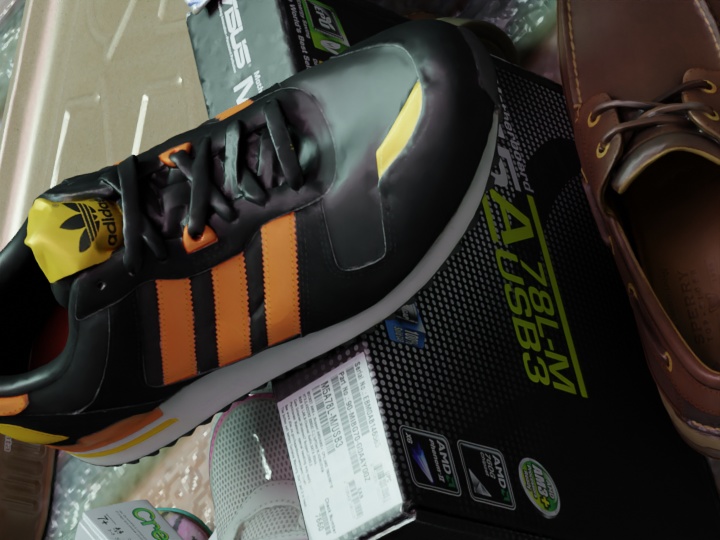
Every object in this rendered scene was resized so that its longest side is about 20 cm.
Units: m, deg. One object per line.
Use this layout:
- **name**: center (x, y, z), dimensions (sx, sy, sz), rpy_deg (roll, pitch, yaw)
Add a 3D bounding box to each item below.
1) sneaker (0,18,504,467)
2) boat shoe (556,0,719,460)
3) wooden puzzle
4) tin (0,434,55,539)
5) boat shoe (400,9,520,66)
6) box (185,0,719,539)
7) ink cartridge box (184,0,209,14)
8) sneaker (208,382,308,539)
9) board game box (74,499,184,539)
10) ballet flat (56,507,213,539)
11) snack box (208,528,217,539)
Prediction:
- **sneaker**: center (-0.049, -0.008, 0.829), dimensions (0.200, 0.090, 0.070), rpy_deg (-36, 58, 29)
- **boat shoe**: center (0.110, -0.037, 0.963), dimensions (0.072, 0.068, 0.201), rpy_deg (-17, 67, 10)
- **wooden puzzle**: center (-0.071, -0.078, 1.108), dimensions (0.200, 0.046, 0.186), rpy_deg (-2, 76, 55)
- **tin**: center (-0.177, 0.051, 1.210), dimensions (0.112, 0.042, 0.201), rpy_deg (-3, 76, 35)
- **boat shoe**: center (0.000, 0.000, 1.061), dimensions (0.068, 0.072, 0.201), rpy_deg (12, 77, 45)
- **box**: center (0.037, 0.013, 0.940), dimensions (0.047, 0.193, 0.201), rpy_deg (-31, 59, 32)
- **ink cartridge box**: center (-0.065, -0.185, 0.946), dimensions (0.099, 0.039, 0.200), rpy_deg (-44, 63, 22)
- **sneaker**: center (-0.016, 0.121, 0.893), dimensions (0.081, 0.088, 0.201), rpy_deg (-31, 61, 31)
- **board game box**: center (-0.079, 0.202, 1.042), dimensions (0.126, 0.035, 0.201), rpy_deg (43, 128, 38)
- **ballet flat**: center (-0.140, 0.155, 1.123), dimensions (0.200, 0.071, 0.069), rpy_deg (-27, 95, 32)
- **snack box**: center (0.022, 0.132, 0.935), dimensions (0.200, 0.024, 0.072), rpy_deg (43, 108, 38)
